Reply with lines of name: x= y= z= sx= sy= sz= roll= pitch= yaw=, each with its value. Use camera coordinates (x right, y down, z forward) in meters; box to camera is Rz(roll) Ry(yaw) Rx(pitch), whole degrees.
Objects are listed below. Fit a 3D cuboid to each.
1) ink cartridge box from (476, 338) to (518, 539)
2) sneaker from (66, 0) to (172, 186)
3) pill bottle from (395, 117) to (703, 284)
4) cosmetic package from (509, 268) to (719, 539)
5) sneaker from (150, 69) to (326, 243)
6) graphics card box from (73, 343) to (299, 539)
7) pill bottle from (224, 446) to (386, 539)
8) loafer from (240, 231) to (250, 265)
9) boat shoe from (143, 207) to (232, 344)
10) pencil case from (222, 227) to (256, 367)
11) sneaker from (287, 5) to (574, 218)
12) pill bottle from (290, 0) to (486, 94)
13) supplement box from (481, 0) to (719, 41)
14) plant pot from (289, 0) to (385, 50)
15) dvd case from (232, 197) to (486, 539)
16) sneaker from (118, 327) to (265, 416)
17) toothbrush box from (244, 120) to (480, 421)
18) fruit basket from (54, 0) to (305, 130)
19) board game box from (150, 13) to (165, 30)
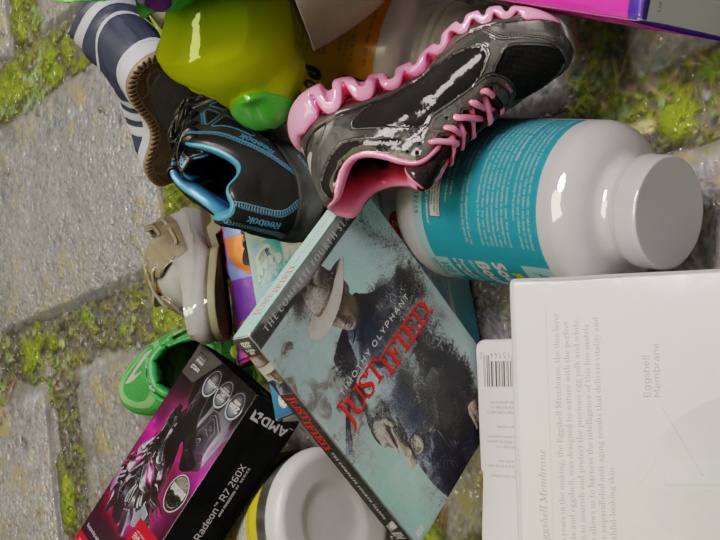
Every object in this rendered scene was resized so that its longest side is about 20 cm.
ink cartridge box: x=0.160 y=0.132 z=1.051 sx=0.199 sy=0.044 sz=0.179 roll=-4 pitch=86 yaw=49
sneaker: x=-0.190 y=-0.160 z=1.375 sx=0.109 sy=0.070 sz=0.201 roll=50 pitch=165 yaw=23
pill bottle: x=0.123 y=-0.043 z=1.047 sx=0.199 sy=0.110 sz=0.112 roll=7 pitch=95 yaw=49
cosmetic package: x=0.196 y=0.102 z=0.903 sx=0.197 sy=0.123 sz=0.202 roll=-2 pitch=87 yaw=22
sneaker: x=-0.101 y=-0.091 z=1.111 sx=0.200 sy=0.081 sz=0.074 roll=44 pitch=121 yaw=41
graphics card box: x=-0.139 y=0.167 z=1.233 sx=0.201 sy=0.051 sz=0.125 roll=-56 pitch=30 yaw=0
pill bottle: x=-0.082 y=0.206 z=1.277 sx=0.199 sy=0.113 sz=0.116 roll=-15 pitch=78 yaw=47
loafer: x=-0.066 y=0.000 z=1.216 sx=0.062 sy=0.072 sz=0.202 roll=-21 pitch=83 yaw=19
boat shoe: x=-0.143 y=0.007 z=1.319 sx=0.200 sy=0.067 sz=0.076 roll=-105 pitch=8 yaw=-68
pencil case: x=-0.070 y=-0.023 z=1.294 sx=0.088 sy=0.088 sz=0.203 roll=-13 pitch=79 yaw=48
sneaker: x=0.050 y=-0.095 z=1.028 sx=0.198 sy=0.079 sz=0.096 roll=-24 pitch=52 yaw=16
pill bottle: x=-0.007 y=-0.172 z=1.155 sx=0.198 sy=0.109 sz=0.111 roll=18 pitch=104 yaw=22
supplement box: x=0.144 y=-0.215 z=1.033 sx=0.199 sy=0.102 sz=0.103 roll=20 pitch=103 yaw=46
plant pot: x=-0.011 y=-0.261 z=1.020 sx=0.133 sy=0.201 sz=0.202 roll=-24 pitch=64 yaw=1
dvd case: x=0.014 y=0.065 z=1.073 sx=0.022 sy=0.146 sz=0.201 roll=-9 pitch=126 yaw=48
sneaker: x=-0.159 y=0.081 z=1.390 sx=0.199 sy=0.083 sz=0.075 roll=-22 pitch=73 yaw=47
toothbrush box: x=0.000 y=0.000 z=1.163 sx=0.085 sy=0.145 sz=0.203 roll=-25 pitch=70 yaw=45
fruit basket: x=-0.118 y=-0.185 z=1.044 sx=0.216 sy=0.153 sz=0.219 roll=173 pitch=90 yaw=-85
board game box: x=-0.105 y=-0.265 z=1.290 sx=0.135 sy=0.028 sz=0.201 roll=50 pitch=124 yaw=38
